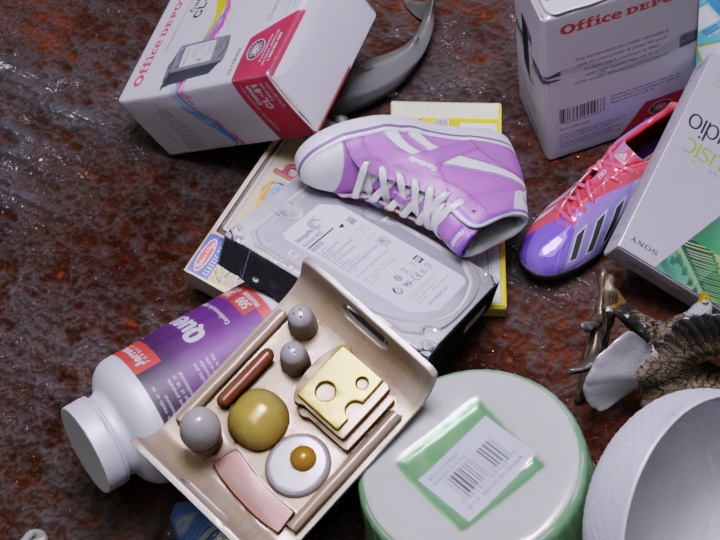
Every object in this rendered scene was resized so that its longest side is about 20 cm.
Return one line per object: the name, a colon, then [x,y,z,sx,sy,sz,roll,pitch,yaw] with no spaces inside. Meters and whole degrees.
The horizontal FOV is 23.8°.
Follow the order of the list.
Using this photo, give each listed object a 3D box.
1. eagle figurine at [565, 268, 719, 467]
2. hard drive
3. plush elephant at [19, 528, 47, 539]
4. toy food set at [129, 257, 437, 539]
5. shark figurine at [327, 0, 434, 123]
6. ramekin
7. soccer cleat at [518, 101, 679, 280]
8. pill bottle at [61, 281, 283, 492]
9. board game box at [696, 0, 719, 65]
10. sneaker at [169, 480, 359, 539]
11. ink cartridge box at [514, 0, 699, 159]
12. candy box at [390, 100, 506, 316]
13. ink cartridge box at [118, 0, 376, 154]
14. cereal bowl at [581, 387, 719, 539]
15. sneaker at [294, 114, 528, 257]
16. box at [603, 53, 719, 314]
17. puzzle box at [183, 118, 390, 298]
eagle figurine: [0.272,0.069,1.340,0.198,0.152,0.152,18,75,17]
hard drive: [0.000,0.000,1.409,0.199,0.038,0.140,30,38,16]
plush elephant: [-0.268,0.289,1.285,0.200,0.155,0.165,38,70,25]
toy food set: [-0.057,0.105,1.291,0.143,0.061,0.200,40,77,18]
shark figurine: [0.007,-0.198,1.583,0.213,0.090,0.129,-32,61,-9]
ramekin: [0.092,0.174,1.322,0.198,0.098,0.202,-7,51,9]
soccer cleat: [0.213,-0.071,1.484,0.199,0.073,0.068,-38,61,-15]
pill bottle: [-0.139,0.097,1.392,0.199,0.113,0.113,-29,59,-22]
board game box: [0.363,-0.212,1.563,0.150,0.047,0.201,-20,59,-4]
sneaker: [-0.067,0.166,1.378,0.199,0.079,0.089,-29,62,-9]
ink cartridge box: [0.213,-0.205,1.489,0.143,0.201,0.084,-18,58,-4]
candy box: [0.076,-0.056,1.503,0.101,0.026,0.202,0,66,1]
ink cartridge box: [-0.104,-0.192,1.545,0.199,0.086,0.149,-3,53,40]
cereal bowl: [0.237,0.183,1.276,0.200,0.201,0.083,-47,31,-20]
sneaker: [0.048,-0.066,1.426,0.198,0.073,0.115,-1,52,-14]
box: [0.310,-0.063,1.443,0.143,0.036,0.201,30,74,-5]
puzzle box: [-0.050,-0.042,1.518,0.132,0.025,0.201,27,66,11]
